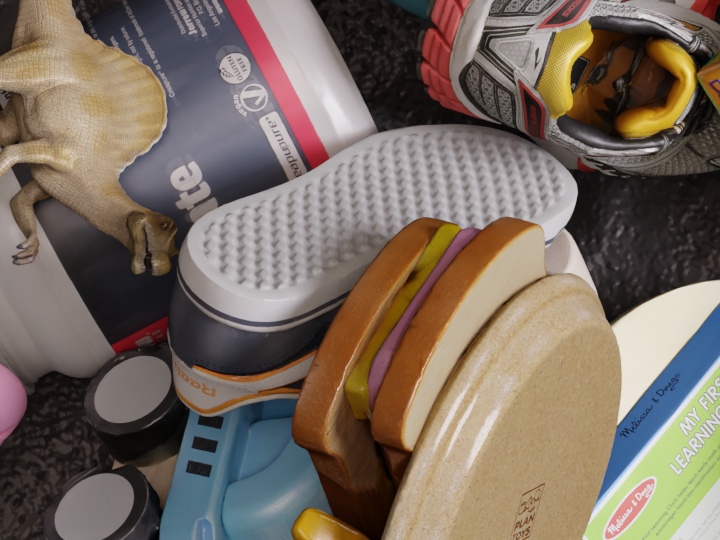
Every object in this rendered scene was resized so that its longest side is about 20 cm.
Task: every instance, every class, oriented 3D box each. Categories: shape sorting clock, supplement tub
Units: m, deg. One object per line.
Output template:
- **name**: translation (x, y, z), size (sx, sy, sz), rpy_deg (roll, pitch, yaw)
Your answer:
- **shape sorting clock**: translation (0.163, 0.104, 1.252), size (0.199, 0.039, 0.201), rpy_deg (1, 88, -24)
- **supplement tub**: translation (-0.097, -0.041, 1.234), size (0.200, 0.140, 0.141), rpy_deg (-28, 86, -1)

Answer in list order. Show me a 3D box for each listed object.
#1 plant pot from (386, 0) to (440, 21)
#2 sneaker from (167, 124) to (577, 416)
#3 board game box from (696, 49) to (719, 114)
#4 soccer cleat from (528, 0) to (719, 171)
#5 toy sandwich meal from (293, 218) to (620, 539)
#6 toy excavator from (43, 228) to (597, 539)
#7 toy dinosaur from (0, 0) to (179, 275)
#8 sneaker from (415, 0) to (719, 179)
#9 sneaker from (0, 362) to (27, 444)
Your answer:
- **plant pot**: translation (0.003, -0.214, 1.213), size (0.188, 0.200, 0.201), rpy_deg (20, 86, 29)
- **sneaker**: translation (0.000, 0.000, 1.155), size (0.200, 0.080, 0.078), rpy_deg (-18, 50, -38)
- **board game box**: translation (0.215, -0.093, 1.198), size (0.030, 0.200, 0.096), rpy_deg (-23, 106, 42)
- **soccer cleat**: translation (0.132, -0.138, 1.276), size (0.085, 0.069, 0.200), rpy_deg (31, 87, 10)
- **toy sandwich meal**: translation (0.033, 0.079, 1.112), size (0.070, 0.205, 0.206), rpy_deg (22, 87, 23)
- **toy excavator**: translation (-0.007, 0.070, 1.194), size (0.199, 0.100, 0.195), rpy_deg (-6, 46, 22)
- **toy dinosaur**: translation (-0.131, -0.072, 1.157), size (0.101, 0.058, 0.200), rpy_deg (-13, 68, -12)
- **sneaker**: translation (0.113, -0.070, 1.174), size (0.082, 0.200, 0.078), rpy_deg (25, 103, 42)
- **sneaker**: translation (-0.213, 0.107, 1.204), size (0.079, 0.200, 0.096), rpy_deg (27, 48, -13)
